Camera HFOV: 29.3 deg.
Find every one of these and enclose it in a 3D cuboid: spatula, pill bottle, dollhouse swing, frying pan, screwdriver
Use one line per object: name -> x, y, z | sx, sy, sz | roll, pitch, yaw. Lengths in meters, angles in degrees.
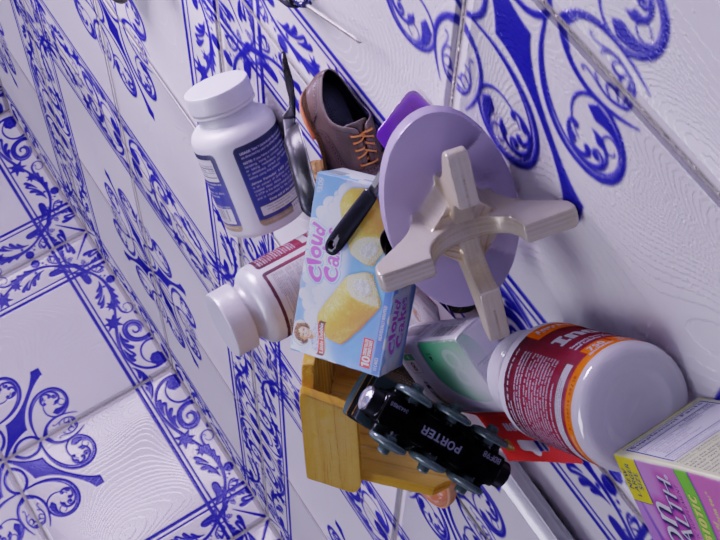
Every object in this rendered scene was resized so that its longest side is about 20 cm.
spatula -> 0.016, -0.091, 1.406 | 0.057, 0.020, 0.201 | 47, 123, 23
pill bottle -> -0.096, 0.025, 1.802 | 0.110, 0.199, 0.110 | 52, 161, 26
dollhouse swing -> 0.027, 0.151, 1.673 | 0.201, 0.174, 0.183 | -79, -12, -56
frying pan -> -0.071, -0.145, 1.521 | 0.115, 0.031, 0.192 | -120, 15, -79
pill bottle -> -0.157, -0.157, 1.834 | 0.120, 0.119, 0.201 | 31, 145, 59
pill bottle -> 0.195, 0.107, 1.238 | 0.114, 0.112, 0.200 | 65, 162, -14
screwdriver -> -0.048, -0.284, 1.482 | 0.200, 0.028, 0.029 | 37, 122, 50

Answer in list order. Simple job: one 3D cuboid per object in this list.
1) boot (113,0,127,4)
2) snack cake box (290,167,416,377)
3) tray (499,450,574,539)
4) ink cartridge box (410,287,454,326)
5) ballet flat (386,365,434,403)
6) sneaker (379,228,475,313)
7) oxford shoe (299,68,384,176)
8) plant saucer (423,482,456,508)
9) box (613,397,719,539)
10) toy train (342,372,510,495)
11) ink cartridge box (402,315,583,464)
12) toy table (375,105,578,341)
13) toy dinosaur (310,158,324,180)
boot -> -0.366, -0.459, 2.047 | 0.200, 0.072, 0.183 | 114, 139, -61
snack cake box -> 0.000, 0.000, 1.484 | 0.114, 0.067, 0.202 | 15, 104, 23
tray -> 0.217, 0.296, 1.609 | 0.201, 0.022, 0.108 | 54, 170, 23
ink cartridge box -> 0.059, 0.032, 1.630 | 0.200, 0.045, 0.177 | 47, 159, 38
ballet flat -> 0.043, 0.126, 1.653 | 0.200, 0.046, 0.067 | 39, -173, -37
sneaker -> 0.072, -0.011, 1.419 | 0.075, 0.106, 0.201 | 49, 159, 33
oxford shoe -> -0.007, -0.130, 1.527 | 0.201, 0.071, 0.073 | 60, 159, 7
plant saucer -> 0.079, 0.232, 1.901 | 0.201, 0.037, 0.201 | 52, 160, 28
box -> 0.316, 0.206, 1.072 | 0.177, 0.096, 0.200 | 64, 163, -9
toy train -> 0.073, 0.176, 1.510 | 0.199, 0.086, 0.114 | 30, 177, -21
ink cartridge box -> 0.134, 0.144, 1.502 | 0.201, 0.050, 0.161 | 57, 157, -9
toy table -> 0.094, -0.038, 1.238 | 0.201, 0.183, 0.117 | 60, -178, -27
toy dinosaur -> -0.045, -0.114, 1.677 | 0.107, 0.060, 0.200 | 62, 163, 2
